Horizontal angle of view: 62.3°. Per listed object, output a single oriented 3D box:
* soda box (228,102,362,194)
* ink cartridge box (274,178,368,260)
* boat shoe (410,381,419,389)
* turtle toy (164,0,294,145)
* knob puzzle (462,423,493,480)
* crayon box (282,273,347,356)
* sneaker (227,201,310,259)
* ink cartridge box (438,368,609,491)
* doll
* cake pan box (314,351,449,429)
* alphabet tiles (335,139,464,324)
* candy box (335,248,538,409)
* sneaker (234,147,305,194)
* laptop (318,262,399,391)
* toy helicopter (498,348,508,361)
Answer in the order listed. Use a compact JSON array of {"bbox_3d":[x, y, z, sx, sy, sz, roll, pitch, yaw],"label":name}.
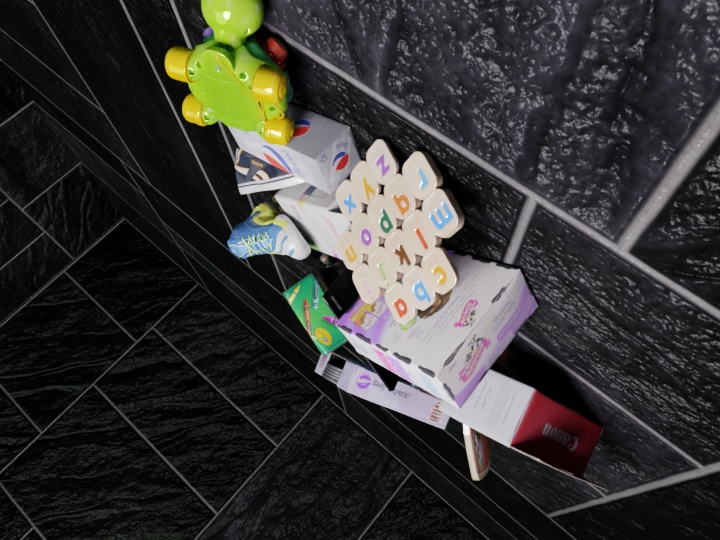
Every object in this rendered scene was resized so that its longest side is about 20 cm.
[{"bbox_3d":[-0.095,-0.177,0.799,0.200,0.068,0.064,30,158,35],"label":"soda box"},{"bbox_3d":[-0.032,-0.077,0.889,0.200,0.067,0.117,22,151,52],"label":"ink cartridge box"},{"bbox_3d":[0.073,0.105,0.857,0.084,0.069,0.200,57,-178,-10],"label":"boat shoe"},{"bbox_3d":[-0.141,-0.241,0.697,0.145,0.101,0.200,16,154,8],"label":"turtle toy"},{"bbox_3d":[0.198,0.238,0.956,0.030,0.220,0.220,-7,138,21],"label":"knob puzzle"},{"bbox_3d":[-0.060,0.075,1.011,0.119,0.058,0.200,56,180,6],"label":"crayon box"},{"bbox_3d":[-0.154,-0.043,0.973,0.076,0.105,0.200,56,172,-29],"label":"sneaker"},{"bbox_3d":[0.243,0.214,0.828,0.200,0.084,0.175,30,173,-38],"label":"ink cartridge box"},{"bbox_3d":[-0.082,-0.056,1.069,0.200,0.048,0.137,56,177,-40],"label":"doll"},{"bbox_3d":[0.033,0.198,1.023,0.199,0.052,0.184,25,171,-21],"label":"cake pan box"},{"bbox_3d":[0.040,-0.044,0.706,0.200,0.015,0.196,-45,66,46],"label":"alphabet tiles"},{"bbox_3d":[0.092,0.057,0.760,0.200,0.168,0.072,21,153,51],"label":"candy box"},{"bbox_3d":[-0.128,-0.161,0.884,0.200,0.078,0.080,2,108,46],"label":"sneaker"},{"bbox_3d":[-0.012,0.086,0.946,0.178,0.103,0.200,55,156,-11],"label":"laptop"},{"bbox_3d":[0.141,0.078,0.898,0.132,0.079,0.200,45,176,-34],"label":"toy helicopter"}]
